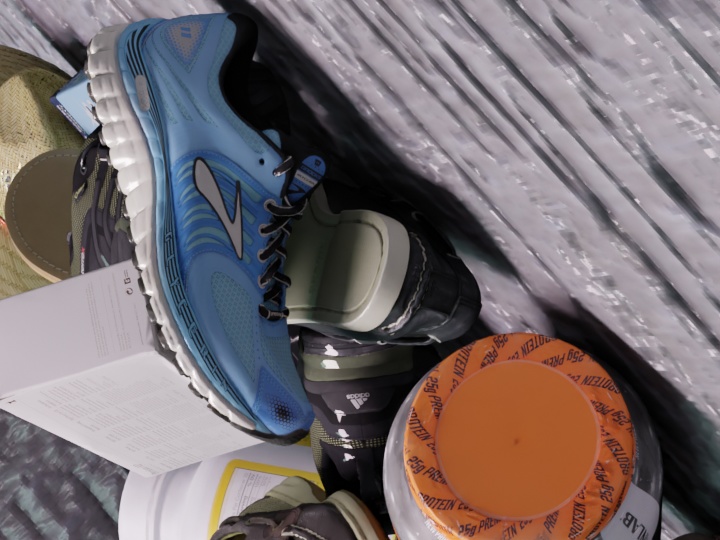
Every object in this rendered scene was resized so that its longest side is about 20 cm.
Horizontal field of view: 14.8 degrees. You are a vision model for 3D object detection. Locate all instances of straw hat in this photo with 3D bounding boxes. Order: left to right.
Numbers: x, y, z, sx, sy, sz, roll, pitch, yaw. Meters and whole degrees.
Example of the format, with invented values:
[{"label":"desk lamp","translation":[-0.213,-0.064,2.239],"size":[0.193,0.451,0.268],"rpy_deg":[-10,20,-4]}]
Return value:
[{"label":"straw hat","translation":[-0.182,-0.066,1.603],"size":[0.201,0.201,0.085],"rpy_deg":[46,138,-3]}]

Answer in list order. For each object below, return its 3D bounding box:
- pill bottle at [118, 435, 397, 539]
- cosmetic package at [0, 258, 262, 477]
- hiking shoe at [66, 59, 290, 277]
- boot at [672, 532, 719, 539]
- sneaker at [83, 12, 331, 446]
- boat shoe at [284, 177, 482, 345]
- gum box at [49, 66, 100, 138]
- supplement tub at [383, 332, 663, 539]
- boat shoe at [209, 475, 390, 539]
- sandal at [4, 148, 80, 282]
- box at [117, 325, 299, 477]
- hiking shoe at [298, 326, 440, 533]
[{"label":"pill bottle","translation":[-0.029,0.146,1.537],"size":[0.199,0.112,0.112],"rpy_deg":[8,152,26]},{"label":"cosmetic package","translation":[-0.103,0.048,1.304],"size":[0.200,0.082,0.051],"rpy_deg":[42,-149,-69]},{"label":"hiking shoe","translation":[-0.102,-0.044,1.333],"size":[0.101,0.076,0.200],"rpy_deg":[58,138,25]},{"label":"boot","translation":[0.198,0.190,1.284],"size":[0.146,0.070,0.200],"rpy_deg":[50,175,22]},{"label":"sneaker","translation":[-0.053,-0.022,1.206],"size":[0.078,0.090,0.201],"rpy_deg":[22,-129,-81]},{"label":"boat shoe","translation":[0.001,-0.002,1.279],"size":[0.066,0.075,0.199],"rpy_deg":[18,176,-21]},{"label":"gum box","translation":[-0.083,-0.049,1.486],"size":[0.170,0.045,0.200],"rpy_deg":[48,169,-9]},{"label":"supplement tub","translation":[0.074,0.103,1.239],"size":[0.122,0.123,0.200],"rpy_deg":[42,169,17]},{"label":"boat shoe","translation":[-0.025,0.142,1.288],"size":[0.072,0.066,0.201],"rpy_deg":[62,168,-10]},{"label":"sandal","translation":[-0.112,0.008,1.476],"size":[0.211,0.078,0.070],"rpy_deg":[29,155,43]},{"label":"box","translation":[-0.052,0.107,1.666],"size":[0.200,0.141,0.079],"rpy_deg":[55,-170,-39]},{"label":"hiking shoe","translation":[0.003,0.084,1.401],"size":[0.200,0.075,0.101],"rpy_deg":[50,-143,-77]}]
